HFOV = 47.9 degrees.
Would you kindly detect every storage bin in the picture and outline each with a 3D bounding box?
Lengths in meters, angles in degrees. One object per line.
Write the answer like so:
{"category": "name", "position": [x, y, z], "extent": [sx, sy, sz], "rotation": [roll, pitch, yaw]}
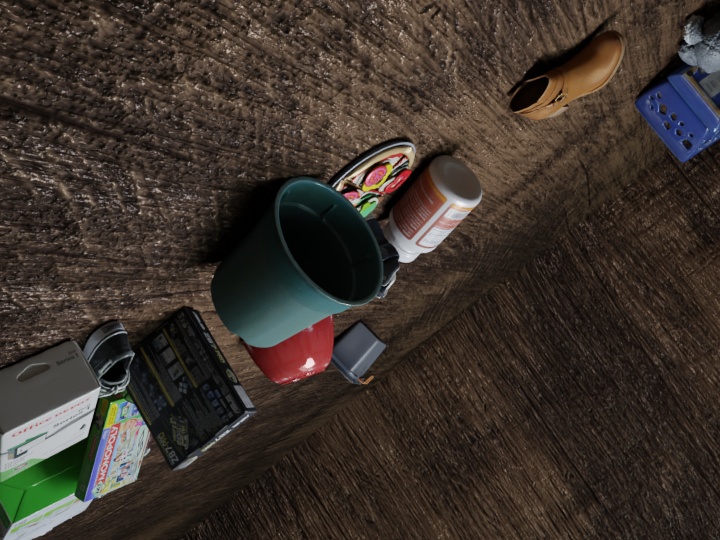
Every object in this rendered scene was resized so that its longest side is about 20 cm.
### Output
{"category": "storage bin", "position": [-0.002, 0.229, 2.250], "extent": [0.134, 0.146, 0.200], "rotation": [-46, 166, 0]}

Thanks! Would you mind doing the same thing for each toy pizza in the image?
{"category": "toy pizza", "position": [0.012, -0.131, 1.300], "extent": [0.199, 0.032, 0.200], "rotation": [-34, 166, -9]}

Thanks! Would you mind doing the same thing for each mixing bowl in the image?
{"category": "mixing bowl", "position": [-0.133, 0.167, 1.656], "extent": [0.198, 0.110, 0.200], "rotation": [-18, 173, -2]}

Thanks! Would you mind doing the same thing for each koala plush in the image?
{"category": "koala plush", "position": [0.768, -0.482, 1.720], "extent": [0.199, 0.177, 0.185], "rotation": [-19, 147, -48]}

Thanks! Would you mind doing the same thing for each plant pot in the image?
{"category": "plant pot", "position": [-0.103, 0.004, 1.170], "extent": [0.195, 0.202, 0.199], "rotation": [-36, 168, 34]}
{"category": "plant pot", "position": [0.816, -0.411, 1.935], "extent": [0.199, 0.201, 0.180], "rotation": [-34, 172, -12]}

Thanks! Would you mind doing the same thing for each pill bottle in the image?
{"category": "pill bottle", "position": [0.122, -0.106, 1.482], "extent": [0.112, 0.113, 0.200], "rotation": [-20, 160, -46]}

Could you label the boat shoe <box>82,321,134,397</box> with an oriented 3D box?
{"category": "boat shoe", "position": [-0.378, 0.152, 1.212], "extent": [0.073, 0.068, 0.200], "rotation": [-21, 160, -44]}

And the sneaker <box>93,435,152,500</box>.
{"category": "sneaker", "position": [-0.513, 0.413, 1.734], "extent": [0.200, 0.076, 0.115], "rotation": [-41, 168, 16]}

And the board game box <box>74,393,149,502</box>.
{"category": "board game box", "position": [-0.438, 0.308, 1.472], "extent": [0.134, 0.029, 0.202], "rotation": [-10, 122, -63]}

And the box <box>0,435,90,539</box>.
{"category": "box", "position": [-0.595, 0.423, 1.517], "extent": [0.199, 0.097, 0.177], "rotation": [-22, 161, -45]}

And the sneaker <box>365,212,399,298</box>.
{"category": "sneaker", "position": [-0.025, -0.001, 1.404], "extent": [0.201, 0.147, 0.077], "rotation": [-30, 167, -17]}

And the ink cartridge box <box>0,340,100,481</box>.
{"category": "ink cartridge box", "position": [-0.458, 0.200, 1.145], "extent": [0.145, 0.085, 0.200], "rotation": [-27, 164, -34]}

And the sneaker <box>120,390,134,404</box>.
{"category": "sneaker", "position": [-0.341, 0.200, 1.446], "extent": [0.199, 0.077, 0.084], "rotation": [-17, 153, -51]}

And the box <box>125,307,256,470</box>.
{"category": "box", "position": [-0.280, 0.187, 1.287], "extent": [0.161, 0.201, 0.049], "rotation": [-38, 164, 8]}

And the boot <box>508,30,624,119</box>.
{"category": "boot", "position": [0.352, -0.331, 1.388], "extent": [0.154, 0.074, 0.200], "rotation": [-11, 149, -51]}
